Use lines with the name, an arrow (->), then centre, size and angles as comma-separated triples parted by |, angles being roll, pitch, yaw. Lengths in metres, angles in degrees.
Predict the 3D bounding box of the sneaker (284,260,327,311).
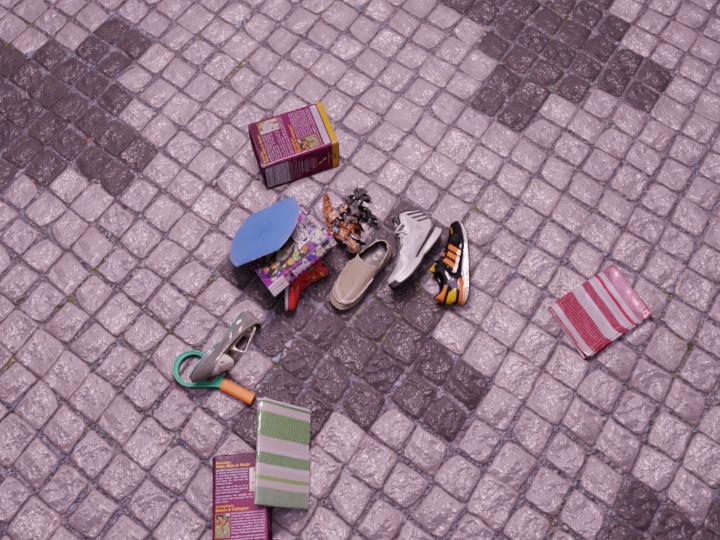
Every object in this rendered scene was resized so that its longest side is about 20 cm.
sneaker -> -0.117, 0.002, 1.561 | 0.083, 0.077, 0.205 | 19, 67, 3

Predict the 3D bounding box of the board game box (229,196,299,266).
board game box -> -0.204, -0.075, 1.533 | 0.196, 0.039, 0.161 | -20, 43, 28

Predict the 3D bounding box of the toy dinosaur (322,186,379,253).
toy dinosaur -> -0.036, -0.126, 1.604 | 0.134, 0.103, 0.202 | -31, 70, -9

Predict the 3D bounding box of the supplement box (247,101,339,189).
supplement box -> -0.161, -0.305, 1.682 | 0.195, 0.104, 0.134 | -18, 67, -9

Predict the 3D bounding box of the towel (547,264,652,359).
towel -> 0.538, 0.090, 1.548 | 0.197, 0.023, 0.146 | -29, 68, -12

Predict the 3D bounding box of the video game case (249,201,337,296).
video game case -> -0.167, -0.055, 1.545 | 0.180, 0.036, 0.200 | -39, 41, -5

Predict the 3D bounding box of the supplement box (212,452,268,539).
supplement box -> -0.228, 0.467, 1.341 | 0.107, 0.086, 0.206 | -4, 66, -3

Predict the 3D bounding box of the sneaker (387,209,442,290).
sneaker -> 0.094, -0.057, 1.569 | 0.115, 0.076, 0.202 | 41, 61, -6

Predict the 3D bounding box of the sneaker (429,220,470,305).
sneaker -> 0.200, -0.022, 1.572 | 0.087, 0.070, 0.206 | 1, 67, -3

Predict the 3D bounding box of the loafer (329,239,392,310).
loafer -> 0.000, 0.000, 1.563 | 0.075, 0.069, 0.201 | 33, 70, 15

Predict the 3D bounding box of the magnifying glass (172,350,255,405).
magnifying glass -> -0.315, 0.235, 1.483 | 0.195, 0.023, 0.081 | 24, 67, 10

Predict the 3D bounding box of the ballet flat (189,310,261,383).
ballet flat -> -0.282, 0.171, 1.474 | 0.063, 0.068, 0.201 | 32, 58, 9

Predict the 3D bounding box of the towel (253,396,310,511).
towel -> -0.154, 0.364, 1.368 | 0.023, 0.151, 0.206 | -20, 59, 34
